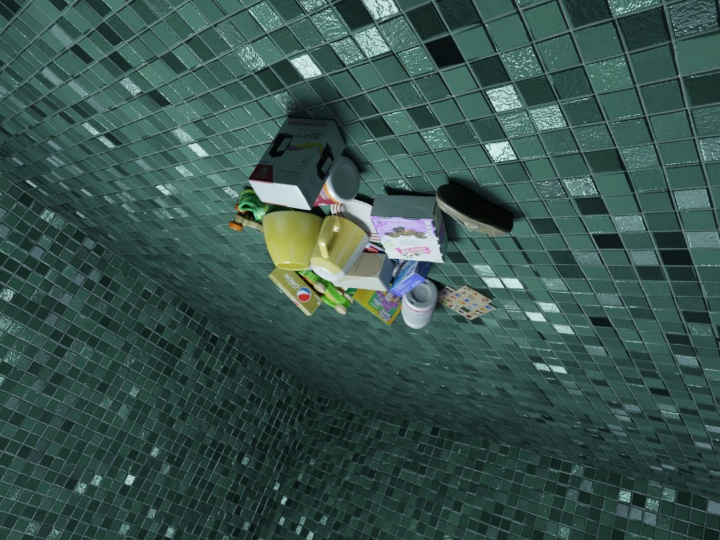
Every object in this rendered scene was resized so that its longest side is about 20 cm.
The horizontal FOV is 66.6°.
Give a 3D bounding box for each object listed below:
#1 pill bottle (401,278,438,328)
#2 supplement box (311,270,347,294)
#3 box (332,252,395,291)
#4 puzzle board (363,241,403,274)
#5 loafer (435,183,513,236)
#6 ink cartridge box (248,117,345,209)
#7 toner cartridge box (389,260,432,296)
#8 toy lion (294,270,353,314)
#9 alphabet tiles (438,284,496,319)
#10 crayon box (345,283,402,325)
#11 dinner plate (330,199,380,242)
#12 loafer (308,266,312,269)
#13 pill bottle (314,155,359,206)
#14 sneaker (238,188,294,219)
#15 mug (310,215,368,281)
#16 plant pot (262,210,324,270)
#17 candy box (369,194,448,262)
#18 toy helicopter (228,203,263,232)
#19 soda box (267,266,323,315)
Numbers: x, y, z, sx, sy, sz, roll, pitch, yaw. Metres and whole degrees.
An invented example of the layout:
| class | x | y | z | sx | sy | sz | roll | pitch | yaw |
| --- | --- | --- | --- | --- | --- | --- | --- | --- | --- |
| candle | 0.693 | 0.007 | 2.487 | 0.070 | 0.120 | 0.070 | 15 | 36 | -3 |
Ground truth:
| class | x | y | z | sx | sy | sz | roll | pitch | yaw |
| --- | --- | --- | --- | --- | --- | --- | --- | --- | --- |
| pill bottle | 0.191 | 0.113 | 1.802 | 0.111 | 0.115 | 0.201 | 20 | 156 | 11 |
| supplement box | -0.063 | 0.032 | 1.935 | 0.197 | 0.074 | 0.127 | 8 | 149 | 36 |
| box | 0.000 | 0.000 | 1.725 | 0.196 | 0.096 | 0.078 | 3 | 150 | 31 |
| puzzle board | 0.033 | -0.049 | 1.745 | 0.197 | 0.018 | 0.151 | 27 | 157 | -1 |
| loafer | 0.256 | -0.129 | 1.270 | 0.197 | 0.077 | 0.068 | 28 | 151 | -6 |
| ink cartridge box | -0.144 | -0.251 | 1.263 | 0.143 | 0.203 | 0.083 | 11 | 151 | 28 |
| toner cartridge box | 0.154 | 0.006 | 1.638 | 0.043 | 0.096 | 0.200 | 27 | 156 | -8 |
| toy lion | -0.143 | 0.061 | 1.922 | 0.190 | 0.069 | 0.200 | 8 | 147 | 50 |
| alphabet tiles | 0.334 | 0.097 | 1.761 | 0.165 | 0.008 | 0.200 | 29 | 156 | -7 |
| crayon box | 0.057 | 0.084 | 1.848 | 0.199 | 0.120 | 0.058 | 38 | 175 | -32 |
| dinner plate | 0.008 | -0.147 | 1.554 | 0.197 | 0.025 | 0.201 | 21 | 156 | 10 |
| loafer | -0.137 | -0.037 | 1.755 | 0.197 | 0.071 | 0.070 | -2 | 141 | 41 |
| pill bottle | -0.104 | -0.222 | 1.394 | 0.198 | 0.115 | 0.113 | 1 | 148 | 46 |
| sneaker | -0.289 | -0.186 | 1.695 | 0.196 | 0.085 | 0.074 | 17 | 156 | 17 |
| mug | -0.083 | -0.065 | 1.598 | 0.148 | 0.155 | 0.186 | 5 | 151 | 48 |
| plant pot | -0.205 | -0.081 | 1.670 | 0.195 | 0.145 | 0.200 | 2 | 168 | 0 |
| candy box | 0.132 | -0.106 | 1.423 | 0.164 | 0.073 | 0.201 | 4 | 151 | 22 |
| toy helicopter | -0.334 | -0.146 | 1.823 | 0.198 | 0.080 | 0.131 | 27 | -173 | 35 |
| soda box | -0.225 | 0.062 | 1.888 | 0.200 | 0.068 | 0.064 | 45 | 163 | -7 |
